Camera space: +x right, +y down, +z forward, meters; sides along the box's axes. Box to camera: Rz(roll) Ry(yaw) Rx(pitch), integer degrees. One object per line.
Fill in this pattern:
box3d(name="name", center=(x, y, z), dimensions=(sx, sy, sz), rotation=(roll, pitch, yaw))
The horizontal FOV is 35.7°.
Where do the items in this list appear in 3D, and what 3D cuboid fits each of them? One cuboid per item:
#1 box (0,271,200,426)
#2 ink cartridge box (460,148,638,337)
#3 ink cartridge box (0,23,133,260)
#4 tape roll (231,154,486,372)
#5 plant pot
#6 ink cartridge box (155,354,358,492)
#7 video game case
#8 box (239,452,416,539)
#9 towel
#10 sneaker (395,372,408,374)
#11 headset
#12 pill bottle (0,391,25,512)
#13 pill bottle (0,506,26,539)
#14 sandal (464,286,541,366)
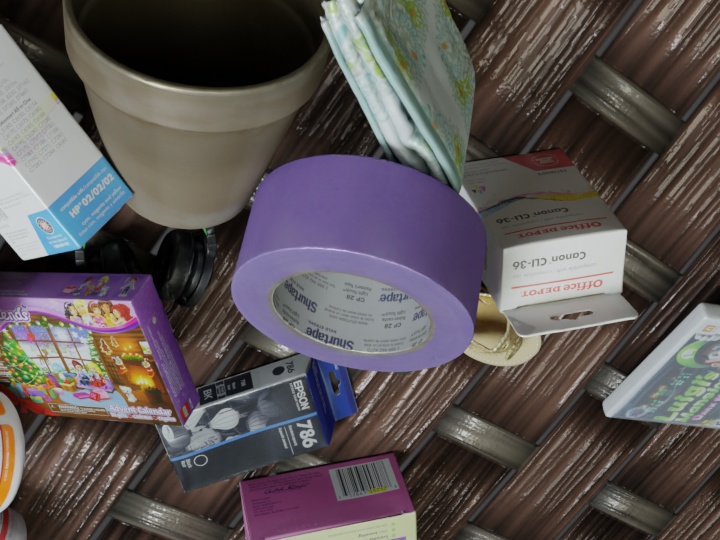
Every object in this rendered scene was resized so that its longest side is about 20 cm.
box3d(name="box", center=(-0.250, 0.067, 0.974), dimensions=(0.197, 0.039, 0.139), rotation=(1, 126, 24))
box3d(name="ink cartridge box", center=(0.159, -0.029, 0.988), dimensions=(0.114, 0.201, 0.068), rotation=(-10, 124, -9))
box3d(name="ink cartridge box", center=(-0.278, -0.109, 0.852), dimensions=(0.068, 0.114, 0.201), rotation=(-49, 116, -31))
box3d(name="tape roll", center=(0.000, 0.000, 0.901), dimensions=(0.196, 0.086, 0.201), rotation=(10, 152, 5))
box3d(name="plant pot", center=(-0.130, -0.135, 0.870), dimensions=(0.196, 0.202, 0.175), rotation=(0, 139, -15))
box3d(name="ink cartridge box", center=(-0.100, 0.148, 1.124), dimensions=(0.197, 0.039, 0.101), rotation=(-19, 123, -4))
box3d(name="video game case", center=(0.385, 0.109, 1.198), dimensions=(0.179, 0.024, 0.201), rotation=(8, 141, -19))
box3d(name="box", center=(-0.032, 0.318, 1.212), dimensions=(0.173, 0.097, 0.203), rotation=(-9, 122, -10))
box3d(name="towel", center=(0.041, -0.173, 0.888), dimensions=(0.047, 0.173, 0.201), rotation=(-11, 129, 26))
box3d(name="sneaker", center=(-0.017, 0.029, 1.063), dimensions=(0.079, 0.076, 0.201), rotation=(-31, 115, 17))
box3d(name="headset", center=(-0.184, 0.012, 0.984), dimensions=(0.121, 0.095, 0.203), rotation=(-7, 130, -10))
box3d(name="pill bottle", center=(-0.396, 0.158, 0.942), dimensions=(0.198, 0.113, 0.114), rotation=(5, 123, -46))
box3d(name="pill bottle", center=(-0.423, 0.238, 1.046), dimensions=(0.112, 0.113, 0.199), rotation=(-42, 122, 13))
box3d(name="sandal", center=(0.116, 0.052, 1.105), dimensions=(0.077, 0.070, 0.211), rotation=(-40, 122, 11))
